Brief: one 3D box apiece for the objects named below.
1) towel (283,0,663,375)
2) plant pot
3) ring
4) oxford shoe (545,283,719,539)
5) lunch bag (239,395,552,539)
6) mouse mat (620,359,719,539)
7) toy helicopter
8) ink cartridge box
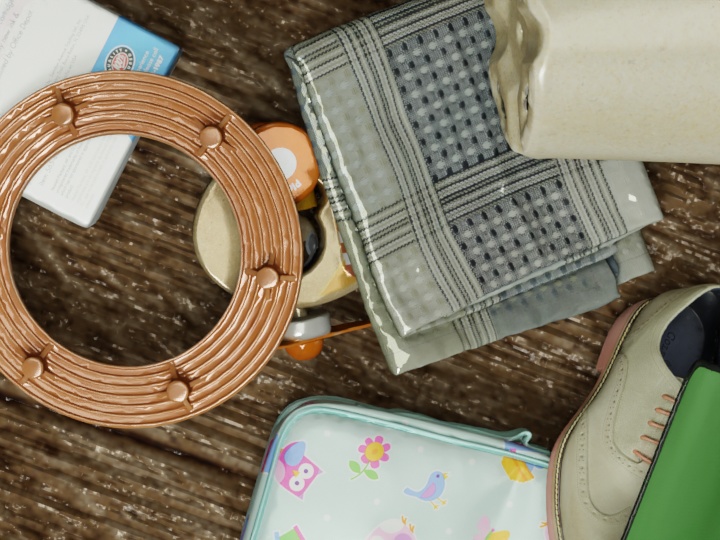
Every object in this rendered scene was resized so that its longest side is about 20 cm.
[{"bbox_3d":[0.069,-0.060,1.561,0.192,0.035,0.201,-21,95,-28],"label":"towel"},{"bbox_3d":[0.167,-0.134,1.505,0.183,0.200,0.201,-6,93,-7],"label":"plant pot"},{"bbox_3d":[-0.131,-0.009,1.532,0.200,0.019,0.201,1,100,6],"label":"ring"},{"bbox_3d":[0.157,0.089,1.541,0.071,0.074,0.200,28,58,-17],"label":"oxford shoe"},{"bbox_3d":[0.033,0.157,1.584,0.199,0.077,0.161,15,86,-5],"label":"lunch bag"},{"bbox_3d":[0.180,0.131,1.536,0.008,0.200,0.161,22,92,24],"label":"mouse mat"},{"bbox_3d":[0.000,0.000,1.579,0.199,0.079,0.133,17,90,-10],"label":"toy helicopter"},{"bbox_3d":[-0.214,-0.120,1.568,0.200,0.068,0.115,28,92,-4],"label":"ink cartridge box"}]
